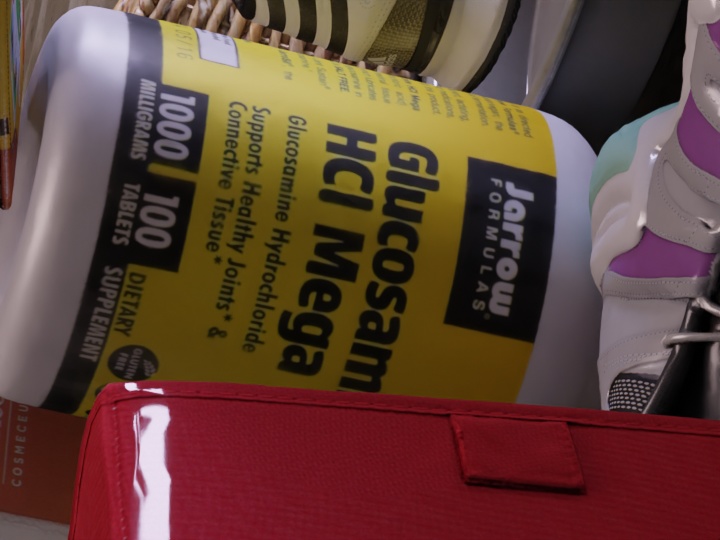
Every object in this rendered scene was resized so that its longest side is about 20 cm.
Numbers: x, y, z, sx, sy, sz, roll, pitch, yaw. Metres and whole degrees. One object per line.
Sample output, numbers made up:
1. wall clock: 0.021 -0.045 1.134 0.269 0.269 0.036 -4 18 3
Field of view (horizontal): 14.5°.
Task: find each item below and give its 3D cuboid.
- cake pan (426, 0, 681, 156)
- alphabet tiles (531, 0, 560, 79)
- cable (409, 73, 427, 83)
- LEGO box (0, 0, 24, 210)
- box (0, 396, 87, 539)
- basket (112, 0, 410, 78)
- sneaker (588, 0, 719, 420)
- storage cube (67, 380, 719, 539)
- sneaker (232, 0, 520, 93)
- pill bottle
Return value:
1. cake pan: 0.068 -0.115 0.903 0.200 0.037 0.201 -166 90 -78
2. alphabet tiles: 0.077 -0.116 0.993 0.200 0.015 0.196 121 160 -55
3. cable: 0.007 -0.002 1.078 0.200 0.050 0.097 102 172 -46
4. LEGO box: -0.162 -0.112 0.726 0.201 0.148 0.077 96 174 -46
5. box: -0.043 0.066 0.891 0.153 0.199 0.107 -91 19 -44
6. basket: -0.070 -0.039 1.270 0.149 0.142 0.201 175 107 -76
7. sneaker: 0.102 0.005 0.659 0.200 0.077 0.141 106 169 -63
8. storage cube: 0.026 0.148 0.569 0.180 0.199 0.172 -100 20 -51
9. sneaker: 0.003 -0.162 0.891 0.076 0.115 0.201 131 152 -66
10. pill bottle: 0.000 0.000 0.802 0.112 0.199 0.113 -168 90 -77
